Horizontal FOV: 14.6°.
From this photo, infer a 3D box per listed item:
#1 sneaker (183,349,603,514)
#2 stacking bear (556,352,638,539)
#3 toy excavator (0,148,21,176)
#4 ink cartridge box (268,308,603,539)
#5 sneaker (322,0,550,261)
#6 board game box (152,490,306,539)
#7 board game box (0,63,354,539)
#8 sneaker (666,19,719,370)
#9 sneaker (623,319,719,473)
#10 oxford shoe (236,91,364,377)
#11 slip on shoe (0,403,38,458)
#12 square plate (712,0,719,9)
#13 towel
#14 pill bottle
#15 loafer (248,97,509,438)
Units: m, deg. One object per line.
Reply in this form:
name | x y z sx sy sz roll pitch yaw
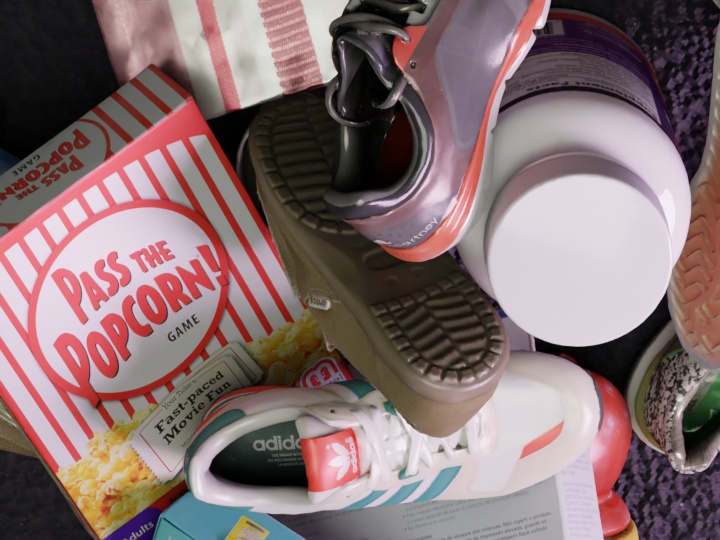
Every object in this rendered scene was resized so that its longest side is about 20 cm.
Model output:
sneaker | 0.012 0.083 1.303 0.199 0.093 0.070 -6 99 12
stacking bear | 0.092 0.145 1.448 0.114 0.121 0.200 6 105 0
toy excavator | -0.179 -0.026 1.369 0.200 0.194 0.100 30 112 18
ink cartridge box | 0.031 0.136 1.403 0.199 0.041 0.200 -17 75 36
sneaker | 0.028 -0.107 1.218 0.077 0.082 0.200 4 83 37
board game box | -0.025 0.216 1.366 0.200 0.047 0.151 32 125 16
board game box | -0.108 0.024 1.344 0.151 0.046 0.200 -37 128 -10
sneaker | 0.203 -0.046 1.325 0.080 0.071 0.200 -7 120 -34
sneaker | 0.200 0.022 1.402 0.077 0.089 0.200 21 109 -10
oxford shoe | 0.000 0.000 1.365 0.075 0.058 0.200 -37 79 22
slip on shoe | -0.202 0.061 1.424 0.200 0.076 0.061 30 103 -10
square plate | 0.302 -0.138 1.354 0.200 0.028 0.198 43 97 -14
towel | -0.034 -0.157 1.351 0.200 0.023 0.144 -15 96 5
pill bottle | 0.096 -0.042 1.316 0.111 0.200 0.112 0 113 0
loafer | 0.001 0.000 1.286 0.076 0.200 0.068 -11 138 -20
